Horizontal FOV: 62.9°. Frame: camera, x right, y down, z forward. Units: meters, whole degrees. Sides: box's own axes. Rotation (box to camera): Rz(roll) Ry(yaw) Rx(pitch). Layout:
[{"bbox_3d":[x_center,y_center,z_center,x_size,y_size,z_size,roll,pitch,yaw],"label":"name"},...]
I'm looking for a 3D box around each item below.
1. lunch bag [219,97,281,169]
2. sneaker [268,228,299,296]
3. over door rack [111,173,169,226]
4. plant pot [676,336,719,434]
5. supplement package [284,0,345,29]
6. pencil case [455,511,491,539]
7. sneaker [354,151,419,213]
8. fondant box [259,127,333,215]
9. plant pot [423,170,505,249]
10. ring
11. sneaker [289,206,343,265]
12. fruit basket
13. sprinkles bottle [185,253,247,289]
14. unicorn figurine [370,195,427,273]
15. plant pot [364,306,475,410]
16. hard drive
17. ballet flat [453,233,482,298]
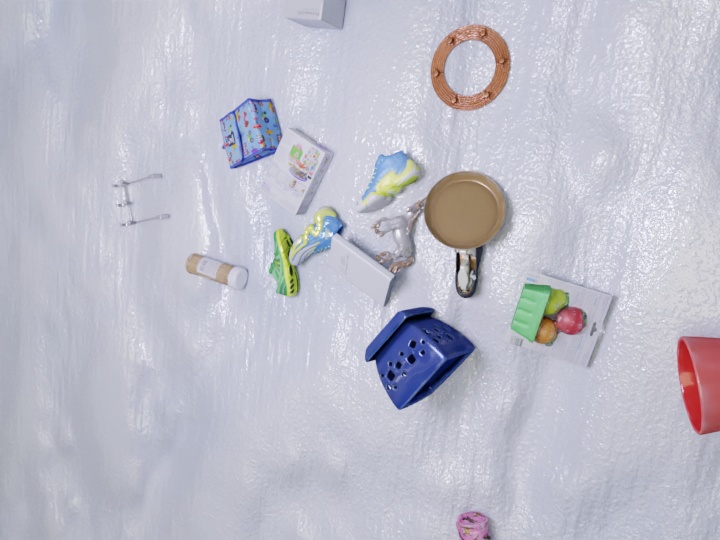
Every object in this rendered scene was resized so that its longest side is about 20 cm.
[{"bbox_3d":[-0.334,-0.393,1.717,0.199,0.094,0.152,-14,92,39],"label":"lunch bag"},{"bbox_3d":[-0.235,-0.021,1.715,0.083,0.074,0.202,-5,95,23],"label":"sneaker"},{"bbox_3d":[-0.733,-0.230,1.936,0.199,0.067,0.149,-7,95,27],"label":"over door rack"},{"bbox_3d":[0.766,0.228,1.203,0.176,0.200,0.202,-8,94,17],"label":"plant pot"},{"bbox_3d":[-0.109,-0.743,1.526,0.116,0.117,0.202,14,103,23],"label":"supplement package"},{"bbox_3d":[0.302,0.741,1.555,0.083,0.086,0.202,3,99,56],"label":"pencil case"},{"bbox_3d":[0.056,-0.236,1.542,0.199,0.076,0.106,-32,72,19],"label":"sneaker"},{"bbox_3d":[-0.183,-0.278,1.662,0.144,0.058,0.201,36,112,18],"label":"fondant box"},{"bbox_3d":[0.255,-0.145,1.447,0.198,0.027,0.202,-3,76,13],"label":"plant pot"},{"bbox_3d":[0.263,-0.493,1.433,0.199,0.019,0.202,3,98,26],"label":"ring"},{"bbox_3d":[-0.119,-0.076,1.649,0.105,0.076,0.201,39,111,16],"label":"sneaker"},{"bbox_3d":[0.465,0.113,1.395,0.198,0.094,0.187,16,105,7],"label":"fruit basket"},{"bbox_3d":[-0.447,0.001,1.826,0.199,0.068,0.069,17,104,24],"label":"sprinkles bottle"},{"bbox_3d":[0.102,-0.098,1.533,0.136,0.074,0.201,-14,119,-14],"label":"unicorn figurine"},{"bbox_3d":[0.141,0.209,1.499,0.180,0.199,0.200,48,114,20],"label":"plant pot"},{"bbox_3d":[0.000,0.000,1.591,0.199,0.026,0.132,36,147,17],"label":"hard drive"},{"bbox_3d":[0.266,-0.027,1.470,0.073,0.073,0.202,6,100,25],"label":"ballet flat"}]
